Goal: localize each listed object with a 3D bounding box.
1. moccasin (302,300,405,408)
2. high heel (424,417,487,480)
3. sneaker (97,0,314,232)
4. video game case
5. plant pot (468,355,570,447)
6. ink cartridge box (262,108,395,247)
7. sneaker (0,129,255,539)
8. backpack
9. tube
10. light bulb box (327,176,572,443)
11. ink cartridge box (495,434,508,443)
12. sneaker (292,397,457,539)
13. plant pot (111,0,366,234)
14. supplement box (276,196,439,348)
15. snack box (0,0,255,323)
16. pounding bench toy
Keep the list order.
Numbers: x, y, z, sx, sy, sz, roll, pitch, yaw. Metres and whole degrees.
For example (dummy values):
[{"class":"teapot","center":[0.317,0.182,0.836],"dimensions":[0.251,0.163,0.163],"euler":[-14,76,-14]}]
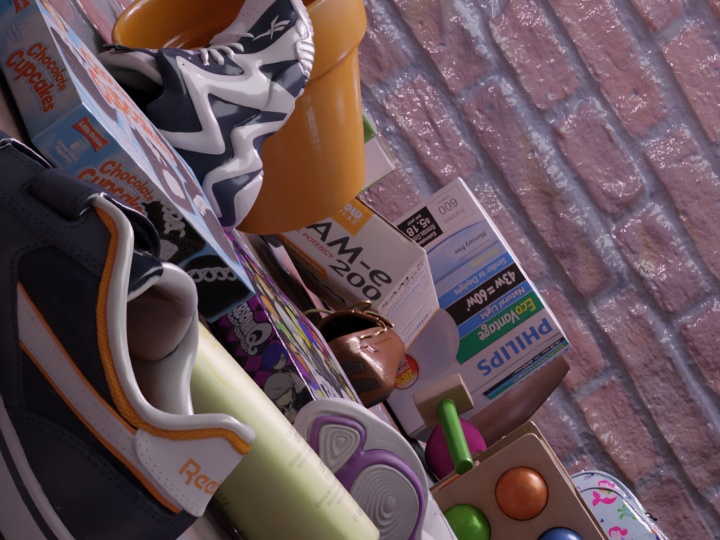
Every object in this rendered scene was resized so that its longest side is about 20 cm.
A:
[{"class":"moccasin","center":[-0.009,0.061,1.267],"dimensions":[0.078,0.073,0.201],"euler":[64,10,-6]},{"class":"high heel","center":[0.129,0.228,1.606],"dimensions":[0.096,0.067,0.200],"euler":[46,-7,39]},{"class":"sneaker","center":[-0.110,-0.136,1.028],"dimensions":[0.079,0.200,0.129],"euler":[-2,-31,45]},{"class":"video game case","center":[-0.036,0.076,1.001],"dimensions":[0.182,0.036,0.200],"euler":[58,4,33]},{"class":"plant pot","center":[0.245,0.179,2.593],"dimensions":[0.188,0.199,0.187],"euler":[56,4,-6]},{"class":"ink cartridge box","center":[-0.080,-0.149,1.491],"dimensions":[0.201,0.145,0.084],"euler":[59,3,27]},{"class":"sneaker","center":[-0.101,-0.001,0.481],"dimensions":[0.201,0.079,0.078],"euler":[57,4,20]},{"class":"backpack","center":[0.276,0.339,1.825],"dimensions":[0.200,0.177,0.151],"euler":[55,-5,41]},{"class":"tube","center":[-0.069,0.054,0.674],"dimensions":[0.200,0.052,0.058],"euler":[52,-36,-5]},{"class":"light bulb box","center":[0.089,0.047,1.642],"dimensions":[0.201,0.198,0.125],"euler":[56,5,16]},{"class":"ink cartridge box","center":[0.191,0.313,1.708],"dimensions":[0.198,0.047,0.201],"euler":[58,-27,32]},{"class":"sneaker","center":[0.004,0.139,0.864],"dimensions":[0.100,0.075,0.201],"euler":[39,-17,52]},{"class":"plant pot","center":[-0.077,-0.139,1.247],"dimensions":[0.200,0.199,0.184],"euler":[-117,-172,-60]},{"class":"supplement box","center":[0.000,0.000,1.442],"dimensions":[0.126,0.074,0.200],"euler":[38,-9,16]},{"class":"snack box","center":[-0.135,-0.064,0.870],"dimensions":[0.117,0.037,0.200],"euler":[59,4,37]},{"class":"pounding bench toy","center":[0.102,0.180,1.251],"dimensions":[0.201,0.124,0.156],"euler":[57,4,6]}]
